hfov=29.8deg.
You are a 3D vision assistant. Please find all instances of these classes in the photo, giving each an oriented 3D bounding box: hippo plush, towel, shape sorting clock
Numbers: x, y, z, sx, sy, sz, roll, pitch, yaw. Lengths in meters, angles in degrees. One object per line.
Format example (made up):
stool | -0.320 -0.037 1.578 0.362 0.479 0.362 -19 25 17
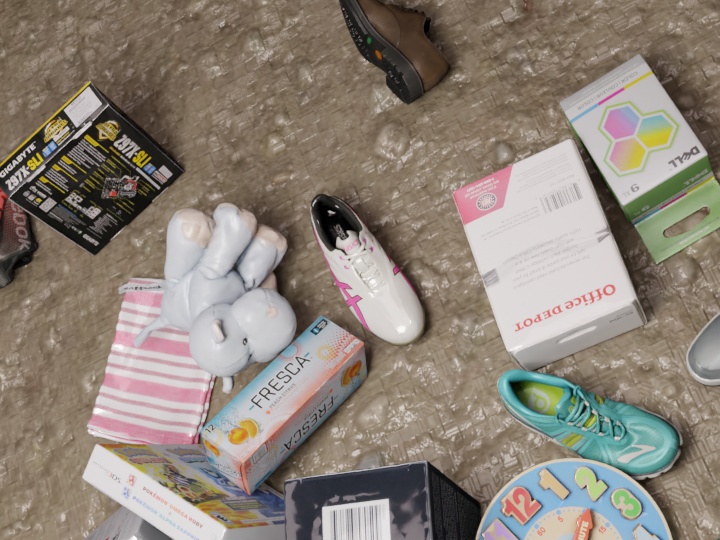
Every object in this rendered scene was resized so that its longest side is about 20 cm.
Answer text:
hippo plush | -0.156 0.030 1.479 0.198 0.161 0.161 -19 36 -12
towel | -0.235 0.106 1.596 0.144 0.030 0.203 5 72 22
shape sorting clock | 0.209 0.285 1.321 0.197 0.039 0.203 -1 78 6

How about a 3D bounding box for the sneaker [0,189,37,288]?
sneaker | -0.454 -0.057 1.723 0.070 0.098 0.202 -21 40 26

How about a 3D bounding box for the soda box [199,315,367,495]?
soda box | -0.080 0.143 1.456 0.068 0.064 0.200 30 56 28

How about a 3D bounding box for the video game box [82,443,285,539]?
video game box | -0.162 0.239 1.418 0.181 0.199 0.047 24 94 27

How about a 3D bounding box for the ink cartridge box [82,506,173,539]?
ink cartridge box | -0.263 0.329 1.423 0.175 0.200 0.084 -40 97 4

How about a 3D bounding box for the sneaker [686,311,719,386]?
sneaker | 0.400 0.034 1.318 0.199 0.121 0.084 -36 62 6

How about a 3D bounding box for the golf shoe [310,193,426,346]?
golf shoe | 0.000 0.000 1.508 0.072 0.092 0.201 -38 63 3

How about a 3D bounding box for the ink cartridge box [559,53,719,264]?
ink cartridge box | 0.307 -0.121 1.448 0.103 0.059 0.201 -30 62 8

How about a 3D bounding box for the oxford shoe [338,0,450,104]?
oxford shoe | 0.039 -0.286 1.621 0.084 0.073 0.201 -31 63 -11

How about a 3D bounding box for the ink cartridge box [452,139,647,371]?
ink cartridge box | 0.199 -0.014 1.437 0.145 0.083 0.202 -23 63 12

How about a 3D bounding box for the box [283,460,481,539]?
box | 0.029 0.268 1.332 0.146 0.200 0.108 -10 66 17

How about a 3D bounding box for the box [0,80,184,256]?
box | -0.320 -0.116 1.616 0.160 0.200 0.049 -44 63 2

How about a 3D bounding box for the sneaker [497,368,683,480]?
sneaker | 0.225 0.153 1.366 0.198 0.080 0.078 19 78 26
